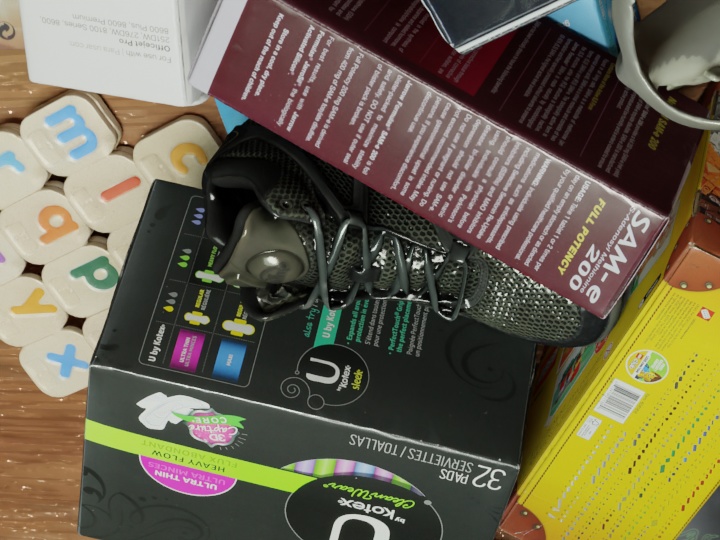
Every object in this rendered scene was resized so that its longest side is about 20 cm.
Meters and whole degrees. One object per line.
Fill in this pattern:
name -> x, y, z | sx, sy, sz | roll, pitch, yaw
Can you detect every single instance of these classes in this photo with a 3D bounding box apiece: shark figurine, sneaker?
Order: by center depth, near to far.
shark figurine -> 0.151, -0.118, 0.780 | 0.128, 0.214, 0.090 | 5, 108, 51
sneaker -> 0.012, -0.004, 0.822 | 0.199, 0.114, 0.076 | 29, 133, 16

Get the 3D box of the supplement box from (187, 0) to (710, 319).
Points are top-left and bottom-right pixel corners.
supplement box -> 0.041, -0.073, 0.787 | 0.200, 0.109, 0.061 | 30, 124, 4

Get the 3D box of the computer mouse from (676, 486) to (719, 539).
computer mouse -> 0.119, 0.116, 1.015 | 0.200, 0.053, 0.139 | 17, 128, 9

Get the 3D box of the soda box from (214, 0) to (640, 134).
soda box -> 0.028, -0.106, 0.881 | 0.200, 0.064, 0.068 | -6, 122, 24

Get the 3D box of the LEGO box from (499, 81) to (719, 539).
LEGO box -> 0.150, 0.028, 0.876 | 0.077, 0.149, 0.200 | 26, 130, -3

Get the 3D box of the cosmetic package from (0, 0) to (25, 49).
cosmetic package -> -0.190, -0.212, 0.862 | 0.087, 0.103, 0.200 | 2, 127, 18

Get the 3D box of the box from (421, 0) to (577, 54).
box -> 0.117, -0.199, 0.684 | 0.200, 0.197, 0.124 | -22, 105, 32

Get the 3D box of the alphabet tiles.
alphabet tiles -> -0.133, -0.005, 1.041 | 0.195, 0.015, 0.200 | -24, 113, 26

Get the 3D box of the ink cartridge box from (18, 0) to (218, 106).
ink cartridge box -> -0.090, -0.193, 0.809 | 0.084, 0.145, 0.200 | 10, 127, 16

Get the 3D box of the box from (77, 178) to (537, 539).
box -> -0.025, 0.065, 0.910 | 0.200, 0.124, 0.149 | 13, 139, 0
